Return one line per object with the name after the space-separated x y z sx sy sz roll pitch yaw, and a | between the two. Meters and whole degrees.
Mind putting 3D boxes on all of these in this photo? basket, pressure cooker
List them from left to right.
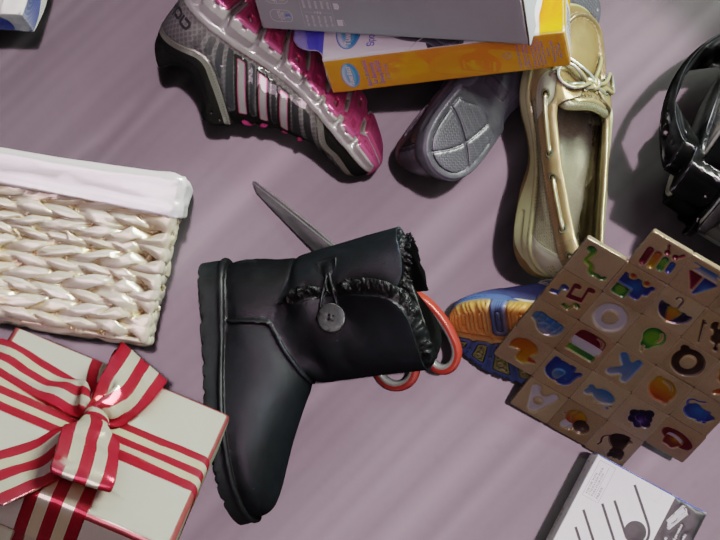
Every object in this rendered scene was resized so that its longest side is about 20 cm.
-0.227 -0.019 1.664 0.199 0.136 0.124 9 88 -3 | basket
0.309 -0.084 1.682 0.200 0.176 0.179 32 95 0 | pressure cooker

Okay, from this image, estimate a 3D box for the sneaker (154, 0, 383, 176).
-0.071 -0.131 1.712 0.200 0.074 0.087 40 117 -17 | sneaker

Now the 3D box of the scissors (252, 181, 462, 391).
0.000 0.000 1.727 0.073 0.014 0.200 -34 87 23 | scissors

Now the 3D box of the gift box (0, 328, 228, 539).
-0.214 0.158 1.558 0.199 0.185 0.187 21 120 -6 | gift box

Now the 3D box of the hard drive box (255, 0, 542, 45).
0.035 -0.246 1.660 0.199 0.077 0.156 6 53 16 | hard drive box

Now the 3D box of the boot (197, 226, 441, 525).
-0.026 0.075 1.681 0.167 0.076 0.201 -7 81 14 | boot

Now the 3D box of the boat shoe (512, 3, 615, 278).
0.156 -0.095 1.690 0.073 0.063 0.202 14 82 -37 | boat shoe

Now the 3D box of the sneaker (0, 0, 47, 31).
-0.280 -0.274 1.708 0.115 0.081 0.200 4 80 0 | sneaker

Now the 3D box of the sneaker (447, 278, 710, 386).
0.166 0.032 1.726 0.199 0.088 0.076 2 130 12 | sneaker

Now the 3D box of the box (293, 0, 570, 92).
0.052 -0.192 1.692 0.199 0.042 0.119 -7 51 13 | box

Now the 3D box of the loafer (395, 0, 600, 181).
0.097 -0.146 1.727 0.200 0.063 0.072 -48 115 -21 | loafer

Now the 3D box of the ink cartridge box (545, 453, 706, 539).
0.167 0.245 1.719 0.094 0.044 0.201 29 86 0 | ink cartridge box

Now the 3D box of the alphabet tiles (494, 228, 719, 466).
0.199 0.059 1.677 0.166 0.006 0.200 29 129 -9 | alphabet tiles
